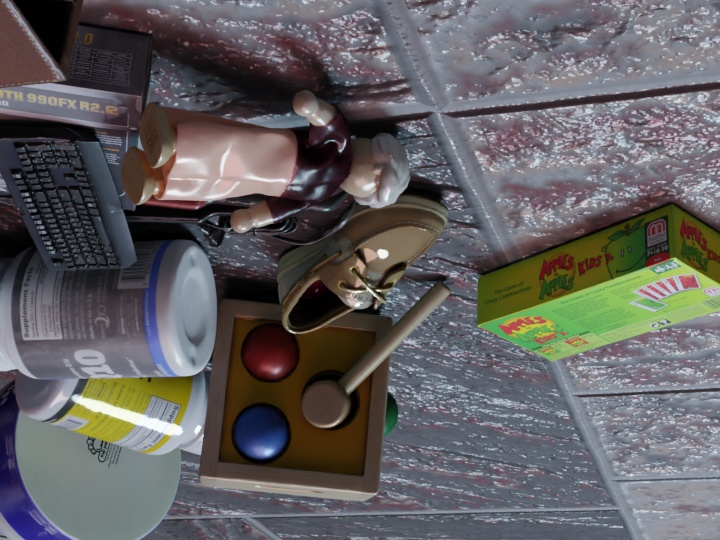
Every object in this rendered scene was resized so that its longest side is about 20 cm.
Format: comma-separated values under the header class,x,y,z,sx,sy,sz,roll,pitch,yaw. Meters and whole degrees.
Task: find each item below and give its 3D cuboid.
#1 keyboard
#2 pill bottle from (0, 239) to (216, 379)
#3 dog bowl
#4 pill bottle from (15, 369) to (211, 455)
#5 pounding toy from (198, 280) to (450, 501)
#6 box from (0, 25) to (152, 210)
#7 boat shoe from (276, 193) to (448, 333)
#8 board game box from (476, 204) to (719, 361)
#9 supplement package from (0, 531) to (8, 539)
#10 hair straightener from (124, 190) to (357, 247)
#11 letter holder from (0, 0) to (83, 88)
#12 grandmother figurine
class,x,y,z,sx,sy,sz,roll,pitch,yaw
keyboard,-0.232,-0.046,0.934,0.126,0.021,0.200,3,154,1
pill bottle,-0.230,0.034,1.103,0.198,0.115,0.114,-2,154,14
dog bowl,-0.282,0.188,1.331,0.199,0.201,0.079,25,145,-37
pill bottle,-0.220,0.114,1.271,0.199,0.112,0.111,25,147,-37
pounding toy,-0.034,0.103,1.169,0.198,0.186,0.142,6,167,-4
box,-0.243,-0.109,0.883,0.198,0.049,0.159,7,154,-8
boat shoe,0.000,0.000,1.052,0.074,0.067,0.200,18,151,-27
board game box,0.202,0.015,1.075,0.101,0.048,0.199,25,147,-36
supplement package,-0.485,0.395,1.791,0.119,0.201,0.121,17,151,-27
hair straightener,-0.102,-0.050,1.008,0.198,0.041,0.077,1,155,-3
letter holder,-0.267,-0.172,0.699,0.198,0.101,0.142,-3,152,15
grandmother figurine,-0.051,-0.075,0.881,0.199,0.061,0.121,3,148,-32
